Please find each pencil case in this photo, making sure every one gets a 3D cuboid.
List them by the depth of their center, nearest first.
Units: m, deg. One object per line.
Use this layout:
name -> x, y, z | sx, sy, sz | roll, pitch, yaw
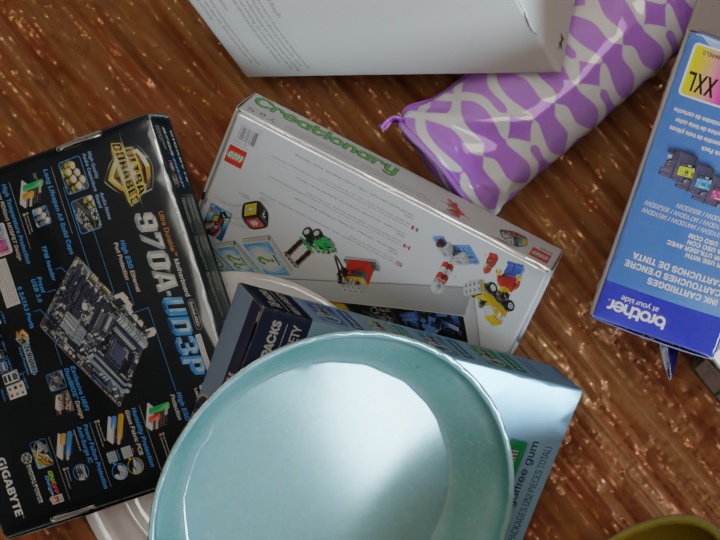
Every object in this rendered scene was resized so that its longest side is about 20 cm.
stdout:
pencil case -> 0.112, -0.118, 1.226 | 0.200, 0.084, 0.086 | -43, 99, -3

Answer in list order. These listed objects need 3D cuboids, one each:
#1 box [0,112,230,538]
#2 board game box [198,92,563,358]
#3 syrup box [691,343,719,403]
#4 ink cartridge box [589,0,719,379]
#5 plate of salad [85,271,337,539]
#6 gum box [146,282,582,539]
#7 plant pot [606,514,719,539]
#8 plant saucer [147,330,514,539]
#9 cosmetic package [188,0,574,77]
box -> -0.153, 0.031, 1.189 | 0.158, 0.046, 0.201 | -19, 88, 11
board game box -> 0.000, 0.000, 1.213 | 0.199, 0.035, 0.127 | 28, 118, 6
syrup box -> 0.280, 0.101, 1.189 | 0.081, 0.079, 0.200 | -39, 82, -3
ink cartridge box -> 0.185, -0.043, 1.165 | 0.076, 0.136, 0.201 | 21, 112, 6
plate of salad -> -0.069, 0.100, 1.222 | 0.199, 0.048, 0.201 | 0, 92, 11
gum box -> 0.000, 0.113, 1.152 | 0.199, 0.045, 0.171 | 15, 103, -27
plant pot -> 0.170, 0.253, 1.134 | 0.142, 0.200, 0.200 | 41, 86, -17
plant saucer -> -0.018, 0.120, 1.102 | 0.199, 0.036, 0.201 | -7, 110, -19
cosmetic package -> 0.011, -0.168, 1.190 | 0.199, 0.108, 0.085 | 1, 63, 24
